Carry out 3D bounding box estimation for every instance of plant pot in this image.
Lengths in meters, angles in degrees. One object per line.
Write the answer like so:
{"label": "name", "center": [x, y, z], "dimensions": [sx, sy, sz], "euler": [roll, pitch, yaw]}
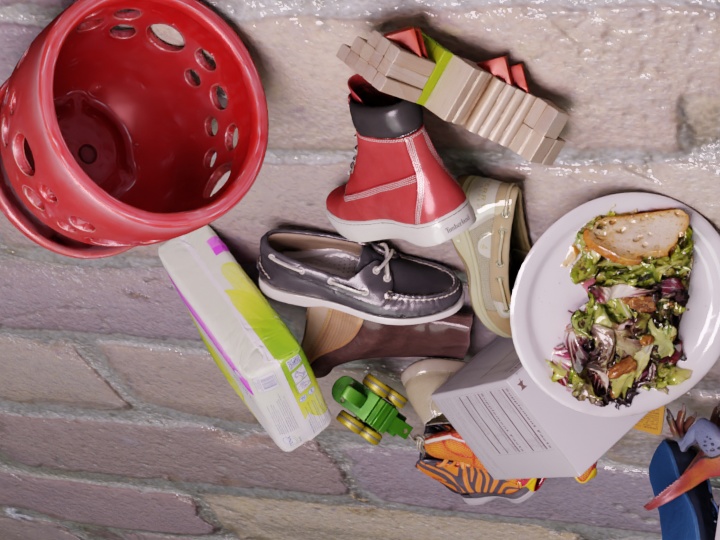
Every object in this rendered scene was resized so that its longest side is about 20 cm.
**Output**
{"label": "plant pot", "center": [-0.202, -0.114, 1.250], "dimensions": [0.200, 0.201, 0.182], "euler": [33, 155, -25]}

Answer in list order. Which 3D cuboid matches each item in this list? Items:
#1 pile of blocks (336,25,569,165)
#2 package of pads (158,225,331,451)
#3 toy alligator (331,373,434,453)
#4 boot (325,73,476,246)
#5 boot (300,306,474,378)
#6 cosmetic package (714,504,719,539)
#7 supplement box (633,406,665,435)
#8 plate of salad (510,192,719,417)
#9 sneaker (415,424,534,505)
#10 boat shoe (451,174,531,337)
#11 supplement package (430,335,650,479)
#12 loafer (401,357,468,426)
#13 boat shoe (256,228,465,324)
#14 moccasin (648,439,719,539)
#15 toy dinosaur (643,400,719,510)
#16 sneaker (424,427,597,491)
{"label": "pile of blocks", "center": [0.082, -0.149, 1.190], "dimensions": [0.200, 0.082, 0.062], "euler": [23, 107, -27]}
{"label": "package of pads", "center": [-0.113, 0.068, 1.515], "dimensions": [0.200, 0.068, 0.155], "euler": [51, 169, 36]}
{"label": "toy alligator", "center": [0.017, 0.150, 1.636], "dimensions": [0.054, 0.059, 0.200], "euler": [34, 178, 35]}
{"label": "boot", "center": [0.010, -0.099, 1.293], "dimensions": [0.200, 0.072, 0.145], "euler": [5, 125, 63]}
{"label": "boot", "center": [0.024, 0.076, 1.558], "dimensions": [0.166, 0.073, 0.200], "euler": [12, 156, -1]}
{"label": "cosmetic package", "center": [0.410, 0.240, 1.497], "dimensions": [0.071, 0.200, 0.101], "euler": [37, 143, -29]}
{"label": "supplement box", "center": [0.261, 0.077, 1.442], "dimensions": [0.069, 0.067, 0.200], "euler": [8, 148, 16]}
{"label": "plate of salad", "center": [0.226, 0.034, 1.296], "dimensions": [0.200, 0.200, 0.048], "euler": [27, -169, -16]}
{"label": "sneaker", "center": [0.128, 0.209, 1.712], "dimensions": [0.112, 0.078, 0.200], "euler": [28, 148, -19]}
{"label": "boat shoe", "center": [0.133, -0.008, 1.367], "dimensions": [0.063, 0.073, 0.201], "euler": [6, 141, 27]}
{"label": "supplement package", "center": [0.168, 0.118, 1.428], "dimensions": [0.110, 0.114, 0.200], "euler": [52, 162, -4]}
{"label": "loafer", "center": [0.137, 0.135, 1.563], "dimensions": [0.199, 0.068, 0.076], "euler": [5, 155, -15]}
{"label": "boat shoe", "center": [0.000, 0.000, 1.448], "dimensions": [0.199, 0.074, 0.060], "euler": [10, 132, 11]}
{"label": "moccasin", "center": [0.349, 0.250, 1.569], "dimensions": [0.068, 0.200, 0.081], "euler": [14, 132, -12]}
{"label": "toy dinosaur", "center": [0.380, 0.167, 1.458], "dimensions": [0.105, 0.201, 0.181], "euler": [13, -175, -24]}
{"label": "sneaker", "center": [0.154, 0.197, 1.623], "dimensions": [0.200, 0.077, 0.073], "euler": [-1, -173, 35]}
